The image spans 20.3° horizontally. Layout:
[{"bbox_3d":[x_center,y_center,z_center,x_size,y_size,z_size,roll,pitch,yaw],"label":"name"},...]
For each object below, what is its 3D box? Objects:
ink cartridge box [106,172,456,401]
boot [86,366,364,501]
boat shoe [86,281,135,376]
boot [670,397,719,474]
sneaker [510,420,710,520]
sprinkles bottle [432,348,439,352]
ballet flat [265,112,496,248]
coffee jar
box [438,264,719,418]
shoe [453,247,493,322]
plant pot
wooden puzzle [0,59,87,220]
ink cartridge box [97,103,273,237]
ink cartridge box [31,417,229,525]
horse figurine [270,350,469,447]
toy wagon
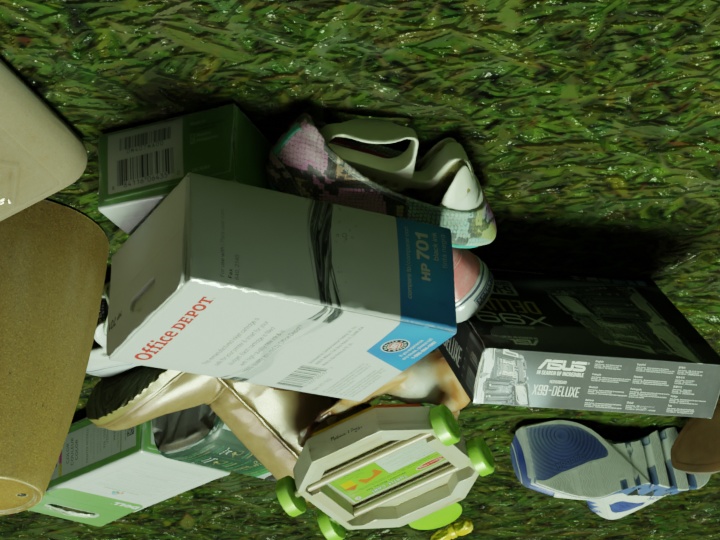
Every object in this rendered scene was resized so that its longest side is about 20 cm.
[{"bbox_3d":[-0.055,0.016,1.370,0.199,0.086,0.146,13,152,-25],"label":"ink cartridge box"},{"bbox_3d":[-0.100,0.130,1.659,0.175,0.066,0.200,-32,121,20],"label":"boot"},{"bbox_3d":[-0.183,0.041,1.573,0.067,0.074,0.200,14,151,-34],"label":"boat shoe"},{"bbox_3d":[0.409,0.153,1.903,0.146,0.071,0.200,9,153,-30],"label":"boot"},{"bbox_3d":[0.235,0.206,1.983,0.199,0.081,0.115,4,153,-20],"label":"sneaker"},{"bbox_3d":[0.073,0.070,1.675,0.199,0.069,0.068,7,154,-21],"label":"sprinkles bottle"},{"bbox_3d":[0.029,-0.065,1.389,0.199,0.069,0.071,14,125,-33],"label":"ballet flat"},{"bbox_3d":[-0.079,0.141,1.791,0.200,0.086,0.104,19,151,-39],"label":"coffee jar"},{"bbox_3d":[0.158,0.052,1.549,0.199,0.158,0.050,5,113,-17],"label":"box"},{"bbox_3d":[0.000,0.000,1.524,0.200,0.072,0.091,-10,135,42],"label":"shoe"},{"bbox_3d":[-0.277,0.071,1.477,0.186,0.201,0.187,-3,155,-1],"label":"plant pot"},{"bbox_3d":[-0.301,-0.071,1.309,0.200,0.046,0.185,-31,151,6],"label":"wooden puzzle"},{"bbox_3d":[-0.095,-0.040,1.422,0.103,0.060,0.200,-11,154,18],"label":"ink cartridge box"},{"bbox_3d":[-0.223,0.177,1.869,0.104,0.060,0.200,19,148,-40],"label":"ink cartridge box"},{"bbox_3d":[0.027,0.092,1.602,0.199,0.050,0.133,9,133,-27],"label":"horse figurine"},{"bbox_3d":[0.030,0.172,1.641,0.155,0.040,0.200,-26,145,16],"label":"toy wagon"}]
